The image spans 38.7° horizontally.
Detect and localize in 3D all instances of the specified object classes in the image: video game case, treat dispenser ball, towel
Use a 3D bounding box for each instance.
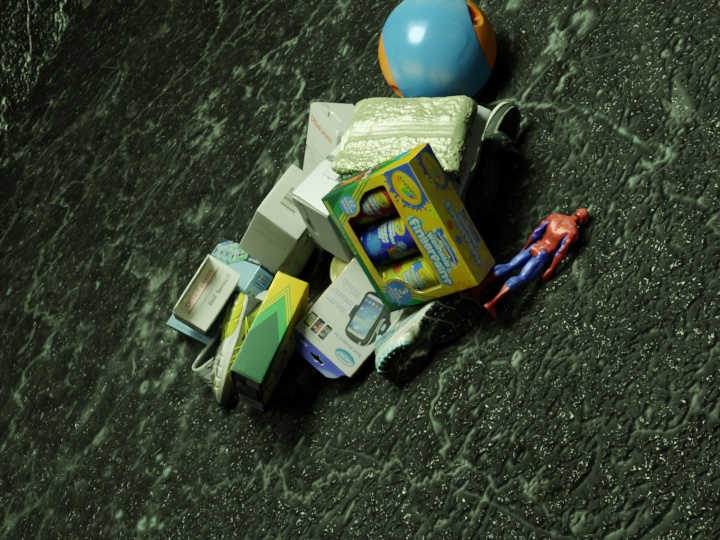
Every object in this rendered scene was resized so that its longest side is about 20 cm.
[{"bbox_3d":[0.132,-0.131,1.569,0.200,0.045,0.181,111,179,-66],"label":"video game case"},{"bbox_3d":[0.131,-0.375,1.748,0.201,0.201,0.201,-28,42,28],"label":"treat dispenser ball"},{"bbox_3d":[0.064,-0.193,1.492,0.200,0.036,0.148,4,62,24],"label":"towel"}]

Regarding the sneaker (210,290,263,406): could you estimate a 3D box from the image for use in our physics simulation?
[{"bbox_3d":[-0.199,0.139,1.741,0.074,0.085,0.200,-147,71,-73],"label":"sneaker"}]

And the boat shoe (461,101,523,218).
[{"bbox_3d":[0.217,-0.171,1.585,0.066,0.075,0.199,8,65,47],"label":"boat shoe"}]

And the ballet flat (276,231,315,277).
[{"bbox_3d":[-0.108,-0.065,1.845,0.062,0.067,0.200,-15,48,25],"label":"ballet flat"}]

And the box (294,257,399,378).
[{"bbox_3d":[-0.007,0.070,1.582,0.119,0.041,0.200,42,94,9],"label":"box"}]

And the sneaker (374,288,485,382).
[{"bbox_3d":[0.092,0.070,1.504,0.200,0.078,0.086,-40,34,13],"label":"sneaker"}]

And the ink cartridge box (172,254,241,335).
[{"bbox_3d":[-0.263,0.044,1.755,0.117,0.067,0.200,-58,4,-10],"label":"ink cartridge box"}]

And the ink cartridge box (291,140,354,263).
[{"bbox_3d":[0.004,-0.130,1.589,0.083,0.147,0.200,34,74,31],"label":"ink cartridge box"}]

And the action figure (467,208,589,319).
[{"bbox_3d":[0.245,-0.018,1.440,0.200,0.052,0.065,-42,47,0],"label":"action figure"}]

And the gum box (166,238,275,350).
[{"bbox_3d":[-0.257,0.046,1.919,0.170,0.045,0.200,17,73,51],"label":"gum box"}]

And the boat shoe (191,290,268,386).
[{"bbox_3d":[-0.218,0.112,1.800,0.074,0.067,0.200,18,73,52],"label":"boat shoe"}]

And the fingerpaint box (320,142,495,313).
[{"bbox_3d":[0.066,-0.055,1.441,0.167,0.200,0.073,-19,18,39],"label":"fingerpaint box"}]

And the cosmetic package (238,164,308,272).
[{"bbox_3d":[-0.128,-0.083,1.702,0.108,0.085,0.200,-55,2,-20],"label":"cosmetic package"}]

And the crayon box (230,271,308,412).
[{"bbox_3d":[-0.141,0.117,1.625,0.200,0.058,0.173,101,-166,-70],"label":"crayon box"}]

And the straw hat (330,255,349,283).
[{"bbox_3d":[0.000,0.000,1.653,0.201,0.085,0.201,-28,41,28],"label":"straw hat"}]

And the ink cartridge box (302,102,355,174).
[{"bbox_3d":[-0.039,-0.170,1.757,0.147,0.083,0.200,-125,37,-53],"label":"ink cartridge box"}]
